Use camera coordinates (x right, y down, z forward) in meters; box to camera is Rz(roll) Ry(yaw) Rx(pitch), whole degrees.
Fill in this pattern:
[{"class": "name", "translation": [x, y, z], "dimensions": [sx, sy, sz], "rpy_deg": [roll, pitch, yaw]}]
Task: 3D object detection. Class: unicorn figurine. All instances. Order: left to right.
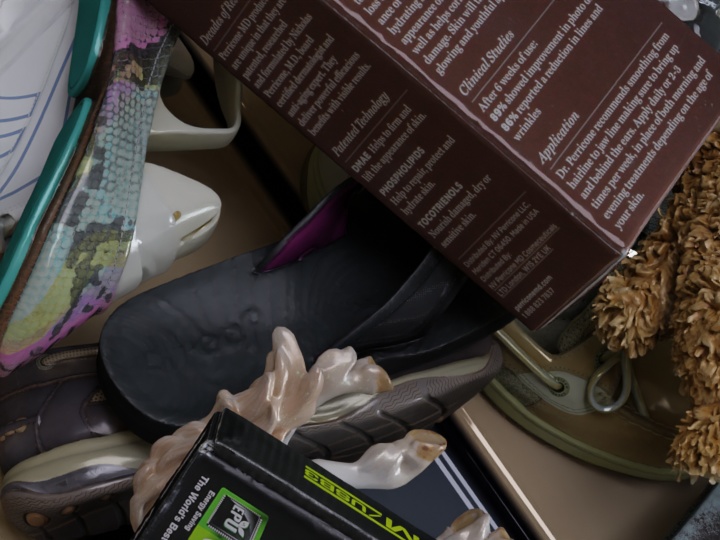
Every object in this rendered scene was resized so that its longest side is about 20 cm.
[{"class": "unicorn figurine", "translation": [-0.011, 0.121, 0.957], "dimensions": [0.137, 0.074, 0.200], "rpy_deg": [-40, 106, -6]}]

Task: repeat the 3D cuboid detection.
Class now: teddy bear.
[{"class": "teddy bear", "translation": [0.149, -0.010, 1.012], "dimensions": [0.067, 0.145, 0.201], "rpy_deg": [40, 51, -35]}]

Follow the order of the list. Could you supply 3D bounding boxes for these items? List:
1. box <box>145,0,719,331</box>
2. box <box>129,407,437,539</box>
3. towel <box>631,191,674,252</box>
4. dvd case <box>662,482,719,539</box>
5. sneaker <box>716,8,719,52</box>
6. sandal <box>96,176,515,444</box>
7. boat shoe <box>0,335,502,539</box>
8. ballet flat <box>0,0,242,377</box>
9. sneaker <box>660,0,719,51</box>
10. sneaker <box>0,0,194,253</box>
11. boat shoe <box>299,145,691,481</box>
[{"class": "box", "translation": [0.023, -0.085, 0.956], "dimensions": [0.200, 0.075, 0.100], "rpy_deg": [42, 55, -3]}, {"class": "box", "translation": [-0.019, 0.178, 0.903], "dimensions": [0.193, 0.048, 0.200], "rpy_deg": [34, 101, -4]}, {"class": "towel", "translation": [0.206, -0.054, 1.176], "dimensions": [0.199, 0.035, 0.193], "rpy_deg": [23, 58, -9]}, {"class": "dvd case", "translation": [0.180, 0.135, 1.056], "dimensions": [0.146, 0.022, 0.200], "rpy_deg": [47, 46, 2]}, {"class": "sneaker", "translation": [0.190, -0.147, 1.128], "dimensions": [0.075, 0.116, 0.201], "rpy_deg": [-1, 64, -22]}, {"class": "sandal", "translation": [0.000, 0.001, 0.977], "dimensions": [0.200, 0.048, 0.075], "rpy_deg": [-28, 65, -31]}, {"class": "boat shoe", "translation": [-0.041, 0.037, 1.006], "dimensions": [0.199, 0.075, 0.074], "rpy_deg": [-13, 73, -27]}, {"class": "ballet flat", "translation": [-0.078, -0.049, 0.971], "dimensions": [0.071, 0.069, 0.201], "rpy_deg": [20, 63, -14]}, {"class": "sneaker", "translation": [0.044, -0.094, 1.079], "dimensions": [0.199, 0.090, 0.079], "rpy_deg": [5, 76, -38]}, {"class": "sneaker", "translation": [-0.129, -0.043, 1.009], "dimensions": [0.087, 0.074, 0.200], "rpy_deg": [39, 60, -8]}, {"class": "boat shoe", "translation": [0.068, 0.004, 1.070], "dimensions": [0.201, 0.063, 0.073], "rpy_deg": [41, 59, 0]}]
